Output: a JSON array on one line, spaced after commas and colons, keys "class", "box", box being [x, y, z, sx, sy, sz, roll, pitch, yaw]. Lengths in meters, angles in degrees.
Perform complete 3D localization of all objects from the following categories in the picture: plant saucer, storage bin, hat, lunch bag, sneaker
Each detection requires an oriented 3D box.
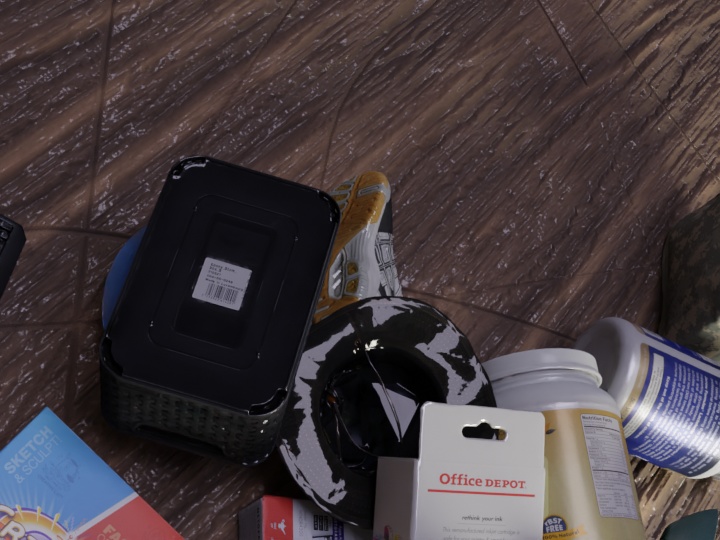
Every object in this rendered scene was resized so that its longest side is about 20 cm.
[{"class": "plant saucer", "box": [0.252, 0.290, 1.079, 0.036, 0.200, 0.200, 20, 52, 13]}, {"class": "storage bin", "box": [-0.104, 0.028, 0.957, 0.135, 0.094, 0.200, 16, 56, -1]}, {"class": "hat", "box": [0.010, 0.123, 1.047, 0.200, 0.081, 0.201, 8, 67, -19]}, {"class": "lunch bag", "box": [0.396, -0.008, 1.320, 0.117, 0.164, 0.200, 20, 57, -15]}, {"class": "sneaker", "box": [0.000, 0.000, 1.146, 0.088, 0.076, 0.200, 52, 34, -37]}]

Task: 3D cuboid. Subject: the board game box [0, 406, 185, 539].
[{"class": "board game box", "box": [-0.238, 0.217, 0.894, 0.153, 0.040, 0.200, 44, 51, -4]}]

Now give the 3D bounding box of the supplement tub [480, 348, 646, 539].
[{"class": "supplement tub", "box": [0.159, 0.180, 1.090, 0.144, 0.144, 0.200, 6, 62, -29]}]

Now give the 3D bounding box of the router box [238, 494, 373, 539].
[{"class": "router box", "box": [-0.004, 0.284, 0.996, 0.179, 0.049, 0.200, 10, 61, -27]}]

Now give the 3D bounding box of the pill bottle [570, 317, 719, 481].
[{"class": "pill bottle", "box": [0.298, 0.131, 1.219, 0.200, 0.116, 0.116, 24, 56, -19]}]

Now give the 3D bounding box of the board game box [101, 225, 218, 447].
[{"class": "board game box", "box": [-0.126, 0.051, 1.053, 0.200, 0.039, 0.158, 48, 49, -10]}]

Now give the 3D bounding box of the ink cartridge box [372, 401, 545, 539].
[{"class": "ink cartridge box", "box": [0.073, 0.203, 0.971, 0.115, 0.068, 0.200, 8, 81, -25]}]

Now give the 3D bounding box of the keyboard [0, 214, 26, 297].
[{"class": "keyboard", "box": [-0.323, 0.021, 0.945, 0.104, 0.040, 0.200, 27, 54, -18]}]
